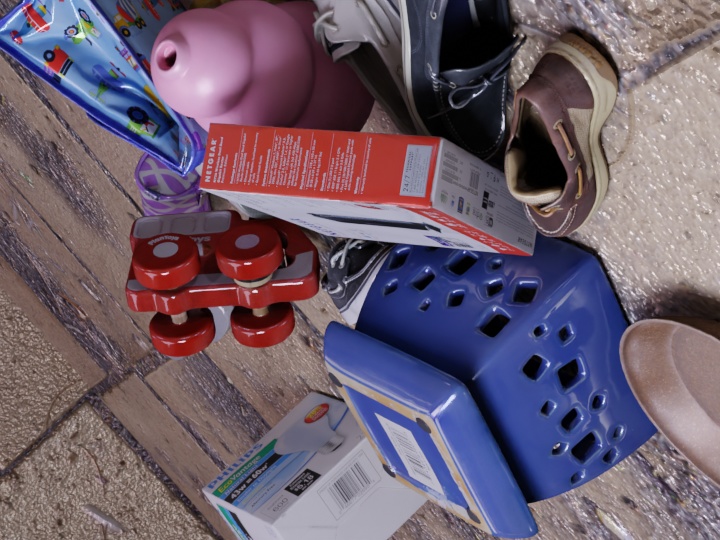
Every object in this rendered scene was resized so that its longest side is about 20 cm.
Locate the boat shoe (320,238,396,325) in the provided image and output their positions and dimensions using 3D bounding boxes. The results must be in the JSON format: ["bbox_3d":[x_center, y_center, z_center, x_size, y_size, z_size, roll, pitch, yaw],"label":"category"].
[{"bbox_3d":[0.000,0.000,1.468,0.068,0.072,0.200,46,168,1],"label":"boat shoe"}]

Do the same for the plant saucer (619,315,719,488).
[{"bbox_3d":[0.275,0.101,1.119,0.200,0.037,0.201,40,159,20],"label":"plant saucer"}]

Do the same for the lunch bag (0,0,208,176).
[{"bbox_3d":[-0.165,-0.162,1.221,0.200,0.094,0.151,43,-158,-3],"label":"lunch bag"}]

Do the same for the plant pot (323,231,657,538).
[{"bbox_3d":[0.097,0.087,1.254,0.200,0.180,0.200,22,148,49],"label":"plant pot"}]

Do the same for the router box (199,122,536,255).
[{"bbox_3d":[0.013,-0.057,1.118,0.179,0.049,0.200,6,174,27],"label":"router box"}]

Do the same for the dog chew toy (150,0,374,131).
[{"bbox_3d":[-0.077,-0.147,1.161,0.124,0.125,0.200,36,-161,30],"label":"dog chew toy"}]

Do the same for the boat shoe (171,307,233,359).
[{"bbox_3d":[-0.203,0.059,1.994,0.072,0.066,0.200,44,148,-3],"label":"boat shoe"}]

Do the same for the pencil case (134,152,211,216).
[{"bbox_3d":[-0.196,-0.065,1.741,0.085,0.084,0.200,18,154,12],"label":"pencil case"}]

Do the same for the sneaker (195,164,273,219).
[{"bbox_3d":[-0.156,-0.131,1.539,0.200,0.070,0.080,55,162,-20],"label":"sneaker"}]

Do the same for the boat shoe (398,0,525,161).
[{"bbox_3d":[0.070,-0.143,1.033,0.062,0.075,0.200,39,155,39],"label":"boat shoe"}]

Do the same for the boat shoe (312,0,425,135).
[{"bbox_3d":[-0.001,-0.176,1.126,0.200,0.066,0.072,51,161,-11],"label":"boat shoe"}]

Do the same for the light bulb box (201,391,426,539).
[{"bbox_3d":[-0.051,0.266,1.881,0.200,0.198,0.125,9,136,59],"label":"light bulb box"}]

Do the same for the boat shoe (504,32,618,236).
[{"bbox_3d":[0.124,-0.075,1.048,0.072,0.072,0.200,41,160,18],"label":"boat shoe"}]

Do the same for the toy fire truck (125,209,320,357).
[{"bbox_3d":[-0.141,-0.011,1.573,0.168,0.199,0.112,-91,-7,-53],"label":"toy fire truck"}]

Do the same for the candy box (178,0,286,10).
[{"bbox_3d":[-0.128,-0.247,1.276,0.115,0.055,0.200,16,144,59],"label":"candy box"}]
